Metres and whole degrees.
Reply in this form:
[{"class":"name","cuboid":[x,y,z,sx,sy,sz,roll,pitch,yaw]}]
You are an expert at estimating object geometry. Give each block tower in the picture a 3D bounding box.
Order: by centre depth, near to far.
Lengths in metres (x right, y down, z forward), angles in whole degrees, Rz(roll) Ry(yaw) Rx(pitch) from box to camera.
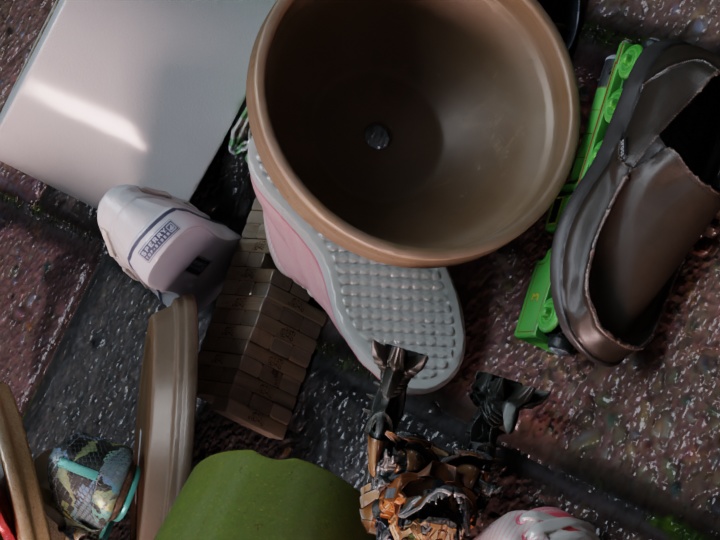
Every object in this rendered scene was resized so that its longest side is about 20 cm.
[{"class":"block tower","cuboid":[-0.052,0.007,1.827,0.058,0.054,0.200,3,70,53]}]

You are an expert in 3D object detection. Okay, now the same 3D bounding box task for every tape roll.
[{"class":"tape roll","cuboid":[-0.156,-0.141,1.919,0.203,0.139,0.203,-60,10,19]}]

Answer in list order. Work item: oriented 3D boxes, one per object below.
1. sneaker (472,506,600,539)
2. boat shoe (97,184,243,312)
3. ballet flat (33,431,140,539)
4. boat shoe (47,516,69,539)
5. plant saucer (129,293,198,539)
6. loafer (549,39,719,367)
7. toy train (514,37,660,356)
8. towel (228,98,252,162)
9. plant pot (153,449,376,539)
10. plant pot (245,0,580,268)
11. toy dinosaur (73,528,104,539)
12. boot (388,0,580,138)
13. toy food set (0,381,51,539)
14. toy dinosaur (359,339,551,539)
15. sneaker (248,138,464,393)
[{"class":"sneaker","cuboid":[0.119,0.170,1.483,0.200,0.075,0.105,-20,58,49]},{"class":"boat shoe","cuboid":[-0.126,-0.020,1.833,0.065,0.200,0.074,42,84,13]},{"class":"ballet flat","cuboid":[-0.185,0.140,1.824,0.200,0.074,0.074,125,161,-73]},{"class":"boat shoe","cuboid":[-0.241,0.243,1.900,0.072,0.072,0.200,-11,60,49]},{"class":"plant saucer","cuboid":[-0.128,0.114,1.787,0.200,0.029,0.200,-176,90,-83]},{"class":"loafer","cuboid":[0.167,-0.042,1.560,0.071,0.073,0.200,-1,68,54]},{"class":"toy train","cuboid":[0.139,-0.043,1.630,0.056,0.042,0.200,-5,64,62]},{"class":"towel","cuboid":[-0.036,-0.178,1.870,0.200,0.023,0.153,-61,10,14]},{"class":"plant pot","cuboid":[-0.069,0.216,1.626,0.200,0.200,0.190,-21,40,44]},{"class":"plant pot","cuboid":[0.023,-0.091,1.650,0.093,0.201,0.201,138,147,-67]},{"class":"toy dinosaur","cuboid":[-0.152,0.256,1.786,0.101,0.058,0.200,35,131,42]},{"class":"boot","cuboid":[0.079,-0.132,1.731,0.097,0.075,0.200,-17,54,49]},{"class":"toy food set","cuboid":[-0.234,0.157,1.790,0.198,0.049,0.200,-138,37,-70]},{"class":"toy dinosaur","cuboid":[0.031,0.116,1.591,0.200,0.102,0.136,14,88,62]},{"class":"sneaker","cuboid":[0.000,0.000,1.735,0.075,0.105,0.200,-32,73,-10]}]
